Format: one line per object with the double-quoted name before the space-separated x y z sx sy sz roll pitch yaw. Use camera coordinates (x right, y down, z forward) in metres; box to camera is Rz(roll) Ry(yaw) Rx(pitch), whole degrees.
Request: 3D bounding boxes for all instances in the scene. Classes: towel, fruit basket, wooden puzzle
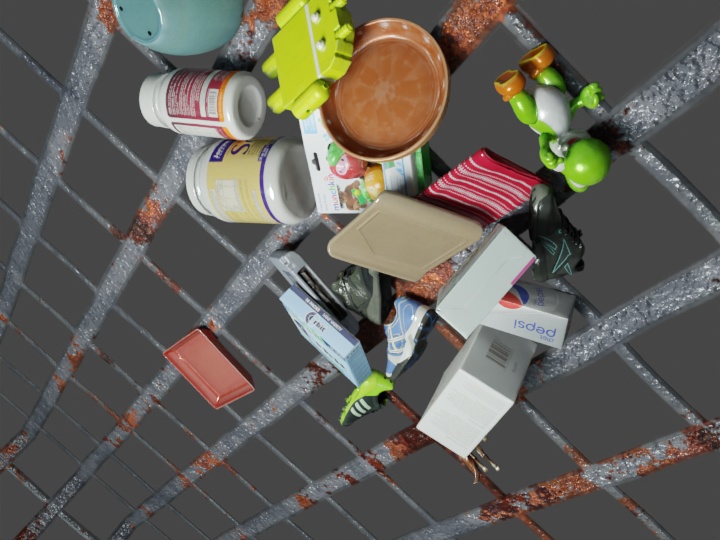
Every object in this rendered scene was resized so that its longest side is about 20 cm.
"towel" 0.167 -0.105 1.058 0.143 0.023 0.200 19 145 -31
"fruit basket" 0.009 -0.165 1.096 0.197 0.094 0.187 -1 126 11
"wooden puzzle" 0.066 -0.054 1.113 0.183 0.038 0.200 16 150 -21

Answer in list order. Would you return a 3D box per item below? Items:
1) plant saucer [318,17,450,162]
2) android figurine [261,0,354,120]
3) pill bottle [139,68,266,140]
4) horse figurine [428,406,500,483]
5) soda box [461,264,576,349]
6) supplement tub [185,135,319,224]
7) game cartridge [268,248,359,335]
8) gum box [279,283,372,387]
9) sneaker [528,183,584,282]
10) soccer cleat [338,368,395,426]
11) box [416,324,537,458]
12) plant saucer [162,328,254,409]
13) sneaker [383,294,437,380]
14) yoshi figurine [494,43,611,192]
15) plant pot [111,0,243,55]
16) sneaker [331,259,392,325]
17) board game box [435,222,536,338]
"plant saucer" 0.034 -0.254 1.004 0.198 0.032 0.203 -1 88 23
"android figurine" -0.076 -0.316 1.022 0.199 0.041 0.184 -26 67 46
"pill bottle" -0.266 -0.281 1.183 0.198 0.110 0.111 11 130 25
"horse figurine" 0.200 0.324 1.351 0.132 0.200 0.050 41 100 -7
"soda box" 0.247 0.057 1.161 0.198 0.064 0.069 17 132 20
"supplement tub" -0.184 -0.154 1.208 0.198 0.146 0.147 4 127 29
"game cartridge" -0.090 0.039 1.337 0.200 0.041 0.133 50 172 -16
"gum box" -0.062 0.127 1.339 0.170 0.045 0.200 40 166 21
"sneaker" 0.287 -0.057 1.030 0.078 0.076 0.201 0 147 18
"soccer cleat" 0.011 0.281 1.497 0.080 0.068 0.201 23 135 -4
"box" 0.204 0.205 1.245 0.106 0.153 0.201 31 136 6
"plant saucer" -0.363 0.234 1.716 0.200 0.037 0.199 49 135 -10
"sneaker" 0.082 0.126 1.327 0.077 0.075 0.201 36 132 20
"yoshi figurine" 0.267 -0.188 0.922 0.112 0.112 0.201 -25 112 36
"plant pot" -0.299 -0.415 1.078 0.198 0.135 0.202 18 133 20
"sneaker" 0.000 0.000 1.264 0.113 0.076 0.201 18 132 20
"board game box" 0.180 0.008 1.032 0.064 0.200 0.148 41 100 2
